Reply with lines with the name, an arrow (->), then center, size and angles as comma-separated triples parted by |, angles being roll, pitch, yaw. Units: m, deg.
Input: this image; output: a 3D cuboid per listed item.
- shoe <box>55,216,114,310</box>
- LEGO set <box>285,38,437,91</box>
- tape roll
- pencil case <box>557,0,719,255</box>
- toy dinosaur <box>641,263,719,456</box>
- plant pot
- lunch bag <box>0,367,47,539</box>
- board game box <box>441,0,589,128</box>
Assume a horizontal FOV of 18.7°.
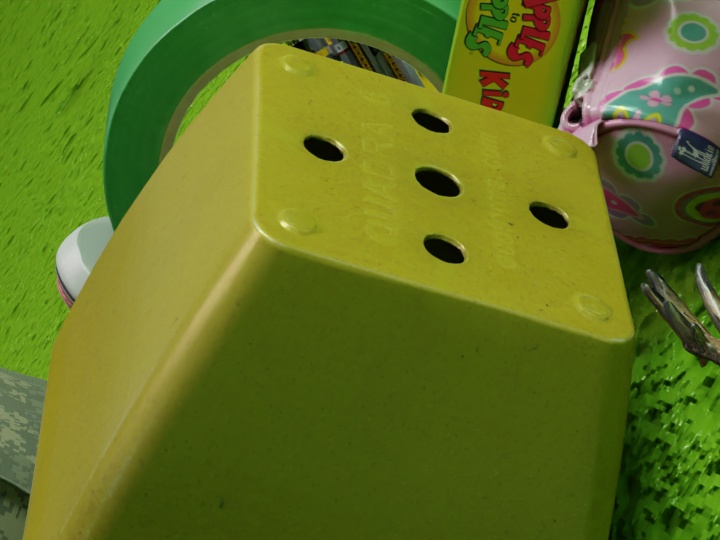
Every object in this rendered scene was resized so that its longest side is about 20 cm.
shoe -> -0.103, 0.037, 1.117 | 0.091, 0.199, 0.072 | -37, 61, 23
LEGO set -> 0.041, -0.114, 1.150 | 0.153, 0.116, 0.199 | -37, 10, -32
tape roll -> -0.021, -0.055, 1.025 | 0.201, 0.200, 0.048 | -51, 20, 23
pencil case -> 0.133, -0.106, 0.896 | 0.087, 0.087, 0.201 | -32, 33, 52
toy dinosaur -> 0.159, -0.027, 0.737 | 0.136, 0.085, 0.201 | -48, 16, 47
plant pot -> -0.001, 0.039, 0.790 | 0.201, 0.198, 0.177 | -92, 22, -56
lunch bag -> -0.207, 0.129, 1.224 | 0.118, 0.199, 0.164 | -54, 21, 12
board game box -> 0.068, -0.105, 0.896 | 0.102, 0.047, 0.202 | -65, -13, -65
